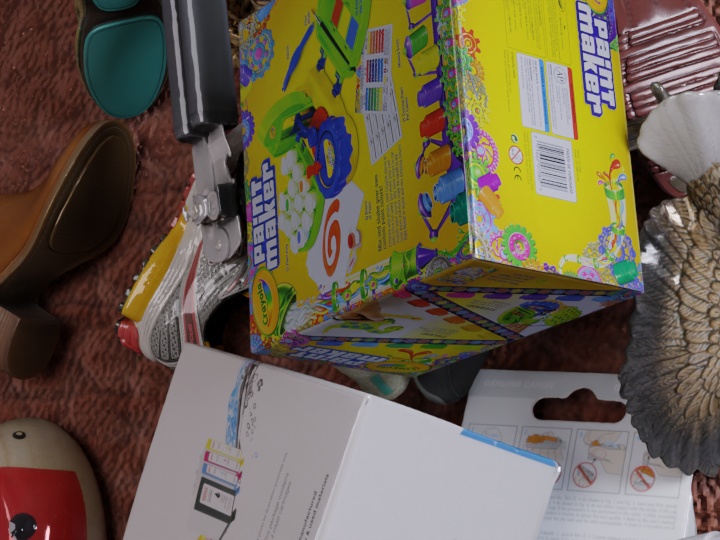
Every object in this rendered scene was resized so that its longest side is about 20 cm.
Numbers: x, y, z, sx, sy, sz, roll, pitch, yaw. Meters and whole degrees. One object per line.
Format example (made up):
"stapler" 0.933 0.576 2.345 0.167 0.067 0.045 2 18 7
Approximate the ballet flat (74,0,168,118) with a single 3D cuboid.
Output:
"ballet flat" -0.166 -0.189 1.338 0.070 0.201 0.071 -1 54 1

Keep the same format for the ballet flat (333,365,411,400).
"ballet flat" 0.000 0.000 1.239 0.067 0.062 0.201 -20 43 18

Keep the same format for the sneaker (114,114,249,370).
"sneaker" -0.079 -0.022 1.304 0.082 0.078 0.201 29 95 12

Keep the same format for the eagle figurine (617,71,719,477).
"eagle figurine" 0.213 -0.003 1.063 0.152 0.150 0.201 139 123 -64

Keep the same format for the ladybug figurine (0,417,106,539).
"ladybug figurine" -0.239 0.197 1.343 0.135 0.072 0.201 -14 72 29

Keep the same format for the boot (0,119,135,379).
"boot" -0.254 -0.038 1.410 0.154 0.074 0.201 29 92 38

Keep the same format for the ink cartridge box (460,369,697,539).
"ink cartridge box" 0.123 0.161 1.149 0.159 0.047 0.201 0 68 33

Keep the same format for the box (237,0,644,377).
"box" 0.036 -0.066 1.074 0.192 0.121 0.201 -23 64 48

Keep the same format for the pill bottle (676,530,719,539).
"pill bottle" 0.261 0.167 1.009 0.199 0.116 0.117 -15 71 29

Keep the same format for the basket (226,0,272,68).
"basket" -0.113 -0.235 1.322 0.200 0.142 0.150 34 97 33

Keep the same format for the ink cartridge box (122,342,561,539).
"ink cartridge box" -0.019 0.141 1.137 0.200 0.147 0.146 12 82 56

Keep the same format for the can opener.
"can opener" -0.089 -0.100 1.253 0.053 0.066 0.201 -25 74 58

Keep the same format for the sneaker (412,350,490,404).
"sneaker" 0.090 -0.011 1.180 0.079 0.075 0.201 20 86 28

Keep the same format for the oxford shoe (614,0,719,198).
"oxford shoe" 0.171 -0.136 1.178 0.070 0.075 0.201 -12 83 -9
